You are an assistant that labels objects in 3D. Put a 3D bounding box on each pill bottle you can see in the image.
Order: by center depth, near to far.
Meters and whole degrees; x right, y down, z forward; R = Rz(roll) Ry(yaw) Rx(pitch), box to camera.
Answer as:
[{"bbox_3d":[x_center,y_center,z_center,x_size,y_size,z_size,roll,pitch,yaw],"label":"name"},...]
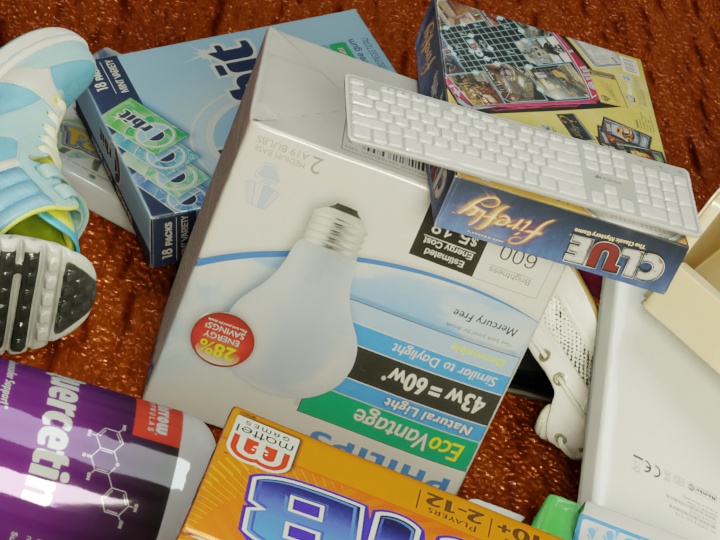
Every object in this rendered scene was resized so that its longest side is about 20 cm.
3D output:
[{"bbox_3d":[-0.147,0.110,1.166,0.199,0.113,0.113,17,29,-10],"label":"pill bottle"}]

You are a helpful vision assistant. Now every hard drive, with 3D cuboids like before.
[{"bbox_3d":[0.191,0.101,1.382,0.131,0.027,0.201,26,50,-18],"label":"hard drive"}]

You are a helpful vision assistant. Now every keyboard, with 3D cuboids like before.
[{"bbox_3d":[0.085,-0.059,1.238,0.199,0.011,0.056,14,33,-14],"label":"keyboard"}]

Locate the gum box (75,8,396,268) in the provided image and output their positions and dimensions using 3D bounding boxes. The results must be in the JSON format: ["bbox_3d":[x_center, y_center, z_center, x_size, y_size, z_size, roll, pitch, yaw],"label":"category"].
[{"bbox_3d":[-0.065,-0.089,1.519,0.199,0.045,0.170,-13,44,-17],"label":"gum box"}]

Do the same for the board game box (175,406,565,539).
[{"bbox_3d":[-0.012,0.219,0.986,0.199,0.201,0.200,21,29,-1],"label":"board game box"}]

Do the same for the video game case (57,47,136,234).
[{"bbox_3d":[-0.127,-0.073,1.580,0.199,0.022,0.182,27,29,8],"label":"video game case"}]

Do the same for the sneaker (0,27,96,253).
[{"bbox_3d":[-0.197,-0.063,1.443,0.130,0.080,0.200,32,49,15],"label":"sneaker"}]

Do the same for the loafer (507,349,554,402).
[{"bbox_3d":[0.098,0.048,1.492,0.199,0.072,0.063,13,36,-21],"label":"loafer"}]

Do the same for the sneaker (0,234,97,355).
[{"bbox_3d":[-0.244,0.000,1.332,0.199,0.076,0.081,3,25,-32],"label":"sneaker"}]

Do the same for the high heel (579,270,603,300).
[{"bbox_3d":[0.151,0.008,1.543,0.067,0.200,0.096,25,69,-10],"label":"high heel"}]

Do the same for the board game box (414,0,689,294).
[{"bbox_3d":[0.102,-0.074,1.314,0.135,0.035,0.200,16,32,-12],"label":"board game box"}]

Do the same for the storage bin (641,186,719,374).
[{"bbox_3d":[0.292,0.025,1.405,0.200,0.094,0.198,42,32,11],"label":"storage bin"}]

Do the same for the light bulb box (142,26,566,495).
[{"bbox_3d":[0.000,0.000,1.363,0.197,0.201,0.125,19,30,-6],"label":"light bulb box"}]

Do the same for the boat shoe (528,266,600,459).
[{"bbox_3d":[0.138,0.085,1.438,0.201,0.069,0.071,63,4,15],"label":"boat shoe"}]

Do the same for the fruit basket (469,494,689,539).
[{"bbox_3d":[0.127,0.211,1.214,0.184,0.094,0.200,21,32,-2],"label":"fruit basket"}]
